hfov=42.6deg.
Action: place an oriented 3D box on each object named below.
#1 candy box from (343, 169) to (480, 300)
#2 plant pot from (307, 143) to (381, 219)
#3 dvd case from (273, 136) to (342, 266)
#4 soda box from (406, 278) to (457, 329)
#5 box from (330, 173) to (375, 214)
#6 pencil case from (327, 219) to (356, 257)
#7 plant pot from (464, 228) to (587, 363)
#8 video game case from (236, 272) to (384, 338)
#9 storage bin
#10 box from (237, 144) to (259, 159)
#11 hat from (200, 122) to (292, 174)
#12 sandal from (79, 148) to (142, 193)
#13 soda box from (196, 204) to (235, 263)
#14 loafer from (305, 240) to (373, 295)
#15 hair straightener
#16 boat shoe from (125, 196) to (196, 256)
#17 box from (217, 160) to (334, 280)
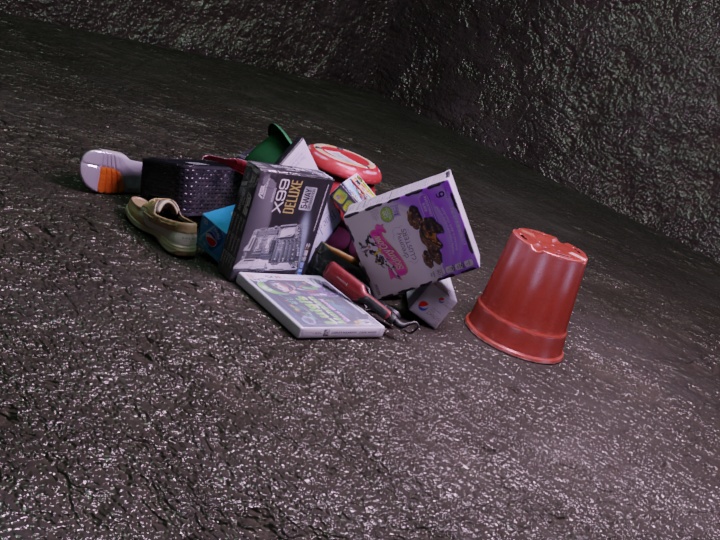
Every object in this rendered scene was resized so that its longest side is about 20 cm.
[{"bbox_3d":[0.091,-0.059,1.620,0.198,0.169,0.072,-18,17,14],"label":"candy box"},{"bbox_3d":[-0.056,-0.156,1.942,0.198,0.184,0.201,19,16,-6],"label":"plant pot"},{"bbox_3d":[-0.109,-0.119,1.679,0.017,0.201,0.143,8,49,37],"label":"dvd case"},{"bbox_3d":[0.129,0.032,1.734,0.063,0.068,0.200,36,15,-12],"label":"soda box"},{"bbox_3d":[0.031,-0.089,1.762,0.200,0.035,0.110,50,23,-3],"label":"box"},{"bbox_3d":[-0.056,-0.061,1.813,0.198,0.094,0.091,22,43,-1],"label":"pencil case"},{"bbox_3d":[0.321,0.039,1.723,0.198,0.197,0.201,17,18,-6],"label":"plant pot"},{"bbox_3d":[-0.084,0.056,1.539,0.180,0.024,0.200,3,24,-41],"label":"video game case"},{"bbox_3d":[-0.314,-0.162,1.783,0.134,0.095,0.199,14,11,36],"label":"storage bin"},{"bbox_3d":[-0.202,-0.191,1.983,0.105,0.124,0.200,21,17,5],"label":"box"},{"bbox_3d":[-0.207,-0.174,1.759,0.175,0.202,0.165,-30,25,-15],"label":"hat"},{"bbox_3d":[-0.472,-0.190,1.794,0.059,0.080,0.206,29,11,33],"label":"sandal"},{"bbox_3d":[-0.196,-0.081,1.661,0.068,0.065,0.199,37,35,25],"label":"soda box"},{"bbox_3d":[0.000,0.000,1.709,0.198,0.073,0.073,11,18,-25],"label":"loafer"},{"bbox_3d":[0.025,0.052,1.600,0.199,0.041,0.077,31,0,27],"label":"hair straightener"},{"bbox_3d":[-0.347,-0.093,1.635,0.199,0.067,0.074,33,22,36],"label":"boat shoe"},{"bbox_3d":[-0.145,-0.080,1.583,0.156,0.202,0.050,3,23,-42],"label":"box"}]
